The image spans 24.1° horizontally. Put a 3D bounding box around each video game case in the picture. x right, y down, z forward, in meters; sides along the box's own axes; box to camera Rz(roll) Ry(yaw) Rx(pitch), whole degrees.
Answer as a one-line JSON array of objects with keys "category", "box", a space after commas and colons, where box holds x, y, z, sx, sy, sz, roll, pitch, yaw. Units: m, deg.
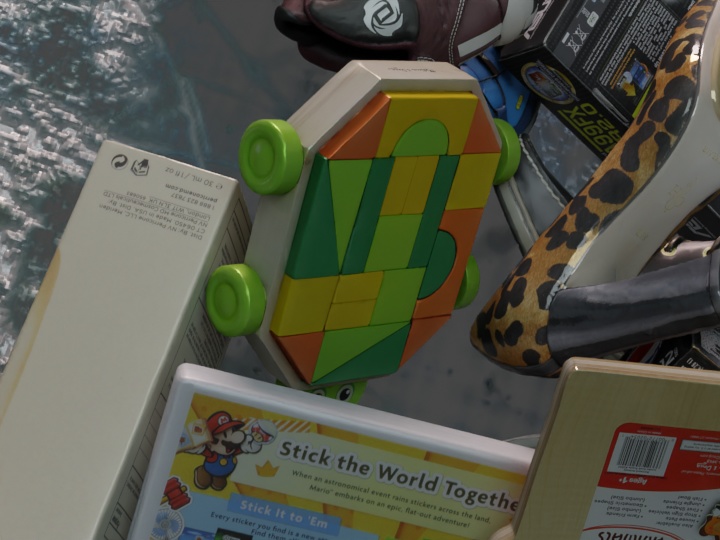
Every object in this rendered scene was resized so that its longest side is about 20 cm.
[{"category": "video game case", "box": [-0.010, 0.149, 0.756, 0.198, 0.023, 0.183, 15, 106, -12]}]

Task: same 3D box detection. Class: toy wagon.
[{"category": "toy wagon", "box": [0.000, 0.000, 0.793, 0.154, 0.202, 0.039, -5, 29, -43]}]

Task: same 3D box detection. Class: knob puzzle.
[{"category": "knob puzzle", "box": [0.149, 0.125, 0.747, 0.217, 0.221, 0.031, 3, 31, -9]}]

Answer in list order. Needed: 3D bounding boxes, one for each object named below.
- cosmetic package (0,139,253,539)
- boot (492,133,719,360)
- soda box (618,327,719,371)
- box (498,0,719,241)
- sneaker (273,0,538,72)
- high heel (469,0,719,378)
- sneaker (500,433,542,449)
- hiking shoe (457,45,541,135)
[{"category": "cosmetic package", "box": [-0.116, 0.055, 0.782, 0.071, 0.105, 0.201, 17, 69, 10]}, {"category": "boot", "box": [0.170, -0.011, 0.844, 0.153, 0.073, 0.204, -34, 87, 12]}, {"category": "soda box", "box": [0.205, 0.103, 0.787, 0.200, 0.071, 0.063, 38, 25, -8]}, {"category": "box", "box": [0.183, -0.139, 0.904, 0.160, 0.044, 0.201, 40, 69, -21]}, {"category": "sneaker", "box": [-0.012, -0.173, 0.818, 0.115, 0.076, 0.201, -36, 85, -16]}, {"category": "high heel", "box": [0.118, -0.046, 0.801, 0.071, 0.142, 0.201, 40, 48, -36]}, {"category": "sneaker", "box": [0.046, 0.112, 0.807, 0.198, 0.087, 0.075, -16, 78, -14]}, {"category": "hiking shoe", "box": [0.035, -0.069, 0.861, 0.074, 0.087, 0.200, 43, 70, 5]}]
